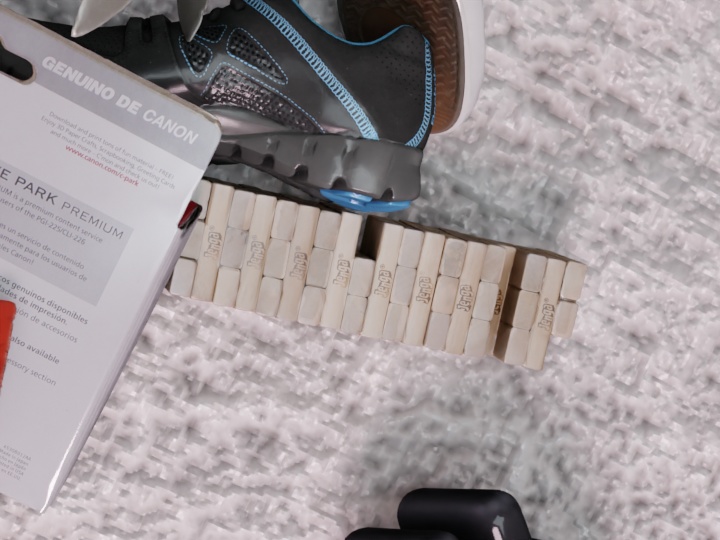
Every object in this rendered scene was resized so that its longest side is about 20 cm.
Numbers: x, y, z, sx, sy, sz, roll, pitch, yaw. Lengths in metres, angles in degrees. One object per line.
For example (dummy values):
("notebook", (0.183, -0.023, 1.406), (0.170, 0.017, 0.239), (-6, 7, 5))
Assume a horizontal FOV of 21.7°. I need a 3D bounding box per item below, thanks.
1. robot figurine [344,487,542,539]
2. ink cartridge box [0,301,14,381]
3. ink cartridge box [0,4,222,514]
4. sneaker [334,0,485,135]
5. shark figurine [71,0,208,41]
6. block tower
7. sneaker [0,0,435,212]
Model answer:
("robot figurine", (0.060, 0.202, 0.868), (0.149, 0.125, 0.202), (-18, 101, -3))
("ink cartridge box", (-0.236, 0.058, 0.666), (0.198, 0.057, 0.164), (1, 56, 4))
("ink cartridge box", (-0.173, -0.029, 0.771), (0.199, 0.084, 0.177), (28, 98, -4))
("sneaker", (0.031, -0.163, 0.843), (0.085, 0.072, 0.201), (-41, 129, -45))
("shark figurine", (-0.072, -0.133, 0.750), (0.127, 0.215, 0.090), (3, 107, -15))
("block tower", (0.000, 0.000, 0.863), (0.198, 0.058, 0.054), (12, 94, -14))
("sneaker", (-0.064, -0.086, 0.823), (0.198, 0.073, 0.083), (14, 85, -3))
